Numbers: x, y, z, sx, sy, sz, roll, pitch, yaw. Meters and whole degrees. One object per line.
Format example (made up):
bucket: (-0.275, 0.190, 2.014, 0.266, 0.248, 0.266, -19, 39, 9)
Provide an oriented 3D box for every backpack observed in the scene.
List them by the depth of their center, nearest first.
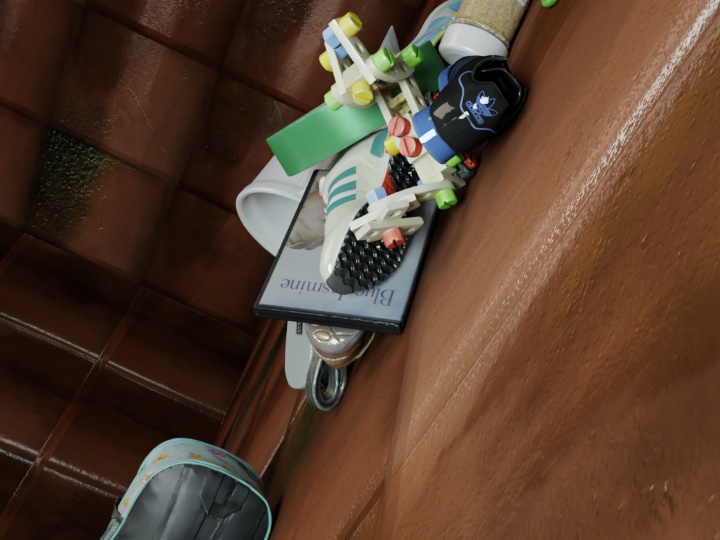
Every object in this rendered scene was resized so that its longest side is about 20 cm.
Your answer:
backpack: (-0.200, 0.297, 1.084, 0.200, 0.176, 0.153, -60, 11, 10)

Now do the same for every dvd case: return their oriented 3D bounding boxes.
dvd case: (-0.007, -0.025, 0.918, 0.018, 0.143, 0.200, 79, -157, -46)

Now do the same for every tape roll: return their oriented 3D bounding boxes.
tape roll: (-0.003, -0.170, 0.987, 0.200, 0.048, 0.200, -30, 11, 6)

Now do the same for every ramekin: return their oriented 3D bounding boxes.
ramekin: (-0.052, -0.076, 1.227, 0.098, 0.200, 0.200, -60, 4, -23)

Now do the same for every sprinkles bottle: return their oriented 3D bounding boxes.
sprinkles bottle: (0.150, -0.301, 0.970, 0.200, 0.068, 0.068, -65, 6, -4)

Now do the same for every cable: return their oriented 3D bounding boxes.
cable: (-0.017, 0.046, 0.992, 0.050, 0.097, 0.200, 6, 72, 39)

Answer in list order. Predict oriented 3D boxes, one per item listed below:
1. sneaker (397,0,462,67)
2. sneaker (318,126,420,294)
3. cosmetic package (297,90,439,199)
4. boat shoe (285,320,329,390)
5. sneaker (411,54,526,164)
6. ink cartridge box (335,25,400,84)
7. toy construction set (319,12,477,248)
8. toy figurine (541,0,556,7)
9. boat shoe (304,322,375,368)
sneaker: (0.124, -0.289, 1.182, 0.200, 0.080, 0.131, -52, 21, -24)
sneaker: (-0.004, -0.056, 0.901, 0.093, 0.070, 0.200, -9, 48, 42)
cosmetic package: (0.026, -0.131, 1.050, 0.200, 0.051, 0.083, -24, 28, 35)
boat shoe: (-0.040, 0.035, 1.059, 0.071, 0.064, 0.200, 15, 99, 53)
sneaker: (0.108, -0.152, 0.811, 0.078, 0.070, 0.200, -29, 15, 28)
ink cartridge box: (0.019, -0.195, 1.260, 0.200, 0.045, 0.176, 65, -140, -54)
toy construction set: (0.031, -0.119, 0.825, 0.092, 0.131, 0.200, -16, 79, 33)
toy figurine: (0.129, -0.364, 0.857, 0.150, 0.184, 0.200, 136, 158, -73)
boat shoe: (0.005, 0.012, 0.949, 0.200, 0.076, 0.072, -56, -25, -30)
